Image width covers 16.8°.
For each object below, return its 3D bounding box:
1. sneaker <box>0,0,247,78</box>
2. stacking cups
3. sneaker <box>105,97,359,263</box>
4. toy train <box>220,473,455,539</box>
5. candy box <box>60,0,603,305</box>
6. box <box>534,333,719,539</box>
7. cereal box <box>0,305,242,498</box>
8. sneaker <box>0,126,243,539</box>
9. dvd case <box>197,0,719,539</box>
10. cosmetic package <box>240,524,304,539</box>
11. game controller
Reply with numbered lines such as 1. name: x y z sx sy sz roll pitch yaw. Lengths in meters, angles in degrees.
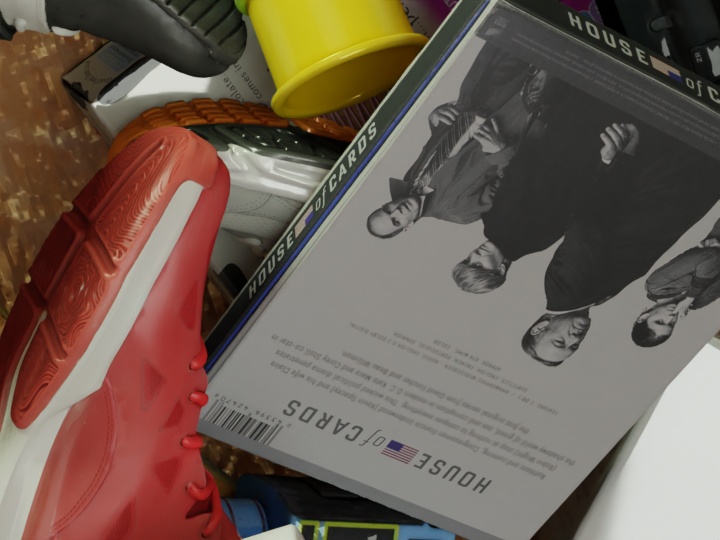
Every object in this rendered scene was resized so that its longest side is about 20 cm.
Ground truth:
1. sneaker: -0.135 -0.113 0.856 0.200 0.074 0.089 34 110 1
2. stacking cups: -0.039 -0.155 0.850 0.060 0.061 0.201 -20 80 -13
3. sneaker: 0.000 0.000 0.874 0.199 0.076 0.092 13 104 -20
4. toy train: -0.062 0.132 0.905 0.199 0.087 0.115 5 95 -21
5. candy box: 0.006 -0.077 0.927 0.200 0.061 0.137 -38 112 -7
6. box: 0.119 0.127 0.966 0.097 0.124 0.201 28 94 1
7. cereal box: -0.148 0.132 0.936 0.144 0.040 0.200 38 89 -25
8. sneaker: -0.067 0.057 0.822 0.115 0.078 0.201 23 104 -24
9. dvd case: 0.048 0.006 0.835 0.150 0.025 0.200 24 122 -24
10. cosmetic package: -0.036 0.176 0.814 0.101 0.074 0.200 -16 137 3
11. game controller: 0.093 -0.148 0.897 0.042 0.104 0.201 -20 88 18
